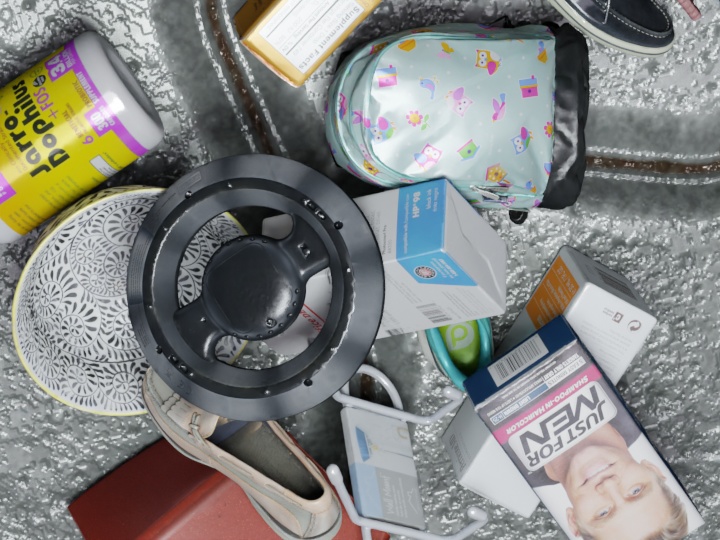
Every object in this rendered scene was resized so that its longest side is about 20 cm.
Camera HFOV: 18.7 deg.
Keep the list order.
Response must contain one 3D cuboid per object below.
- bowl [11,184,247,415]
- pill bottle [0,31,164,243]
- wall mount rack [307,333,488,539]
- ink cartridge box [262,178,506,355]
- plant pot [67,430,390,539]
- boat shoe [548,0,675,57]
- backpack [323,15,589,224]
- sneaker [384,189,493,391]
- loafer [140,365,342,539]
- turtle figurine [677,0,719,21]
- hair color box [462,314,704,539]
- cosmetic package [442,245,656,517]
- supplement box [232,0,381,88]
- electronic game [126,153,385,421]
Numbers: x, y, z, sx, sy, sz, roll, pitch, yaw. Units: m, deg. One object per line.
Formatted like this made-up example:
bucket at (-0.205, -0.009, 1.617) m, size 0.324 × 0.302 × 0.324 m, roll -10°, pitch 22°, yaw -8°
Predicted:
bowl at (-0.185, 0.006, 1.727) m, size 0.201 × 0.094 × 0.201 m, roll -10°, pitch 122°, yaw -17°
pill bottle at (-0.259, -0.090, 1.690) m, size 0.200 × 0.104 × 0.104 m, roll -34°, pitch 109°, yaw 5°
wall mount rack at (0.015, 0.138, 1.723) m, size 0.174 × 0.200 × 0.075 m, roll 18°, pitch 137°, yaw -36°
ink cartridge box at (0.000, 0.000, 1.694) m, size 0.200 × 0.067 × 0.116 m, roll -11°, pitch 150°, yaw 25°
plant pot at (-0.095, 0.219, 1.777) m, size 0.176 × 0.200 × 0.200 m, roll -46°, pitch 108°, yaw -4°
boat shoe at (0.176, -0.241, 1.703) m, size 0.200 × 0.075 × 0.062 m, roll 40°, pitch 131°, yaw -13°
backpack at (0.074, -0.125, 1.688) m, size 0.200 × 0.127 × 0.167 m, roll 2°, pitch 86°, yaw -13°
sneaker at (0.073, 0.006, 1.776) m, size 0.077 × 0.080 × 0.200 m, roll -18°, pitch 109°, yaw -1°
loafer at (-0.089, 0.126, 1.664) m, size 0.200 × 0.063 × 0.072 m, roll 41°, pitch 64°, yaw 20°
turtle figurine at (0.275, -0.295, 1.667) m, size 0.194 × 0.200 × 0.144 m, roll 31°, pitch 68°, yaw -11°
hair color box at (0.178, 0.145, 1.740) m, size 0.100 × 0.061 × 0.200 m, roll -35°, pitch 111°, yaw 5°
cosmetic package at (0.153, 0.091, 1.804) m, size 0.071 × 0.101 × 0.200 m, roll 28°, pitch 103°, yaw -15°
supplement box at (-0.009, -0.237, 1.691) m, size 0.200 × 0.067 × 0.069 m, roll -44°, pitch 111°, yaw 9°
electronic game at (-0.079, 0.013, 1.630) m, size 0.200 × 0.042 × 0.200 m, roll 0°, pitch 91°, yaw 13°
